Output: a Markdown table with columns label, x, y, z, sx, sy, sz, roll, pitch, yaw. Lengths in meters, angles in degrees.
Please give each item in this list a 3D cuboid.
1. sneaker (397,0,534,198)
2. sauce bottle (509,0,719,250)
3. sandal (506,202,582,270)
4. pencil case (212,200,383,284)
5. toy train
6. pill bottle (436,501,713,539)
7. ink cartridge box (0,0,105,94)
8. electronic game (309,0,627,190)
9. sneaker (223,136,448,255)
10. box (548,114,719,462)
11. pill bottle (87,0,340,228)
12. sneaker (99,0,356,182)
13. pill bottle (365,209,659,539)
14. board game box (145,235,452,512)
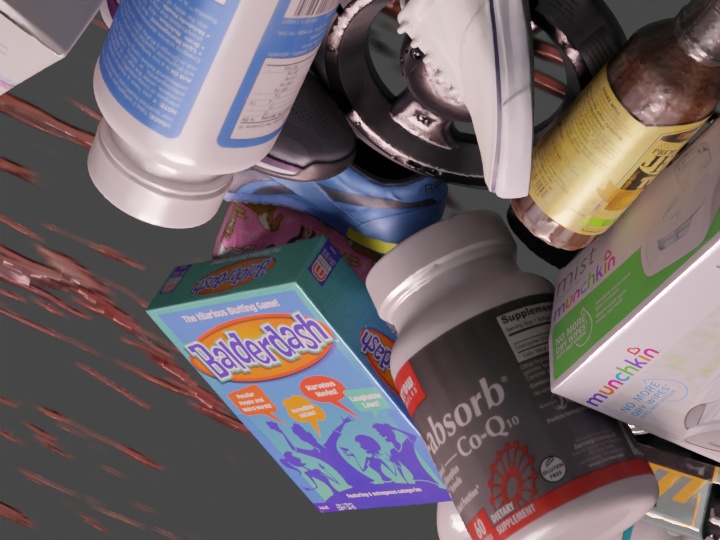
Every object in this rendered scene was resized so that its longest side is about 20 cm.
| label | x | y | z | sx | sy | sz | roll | pitch | yaw |
| --- | --- | --- | --- | --- | --- | --- | --- | --- | --- |
| sneaker | 0.056 | -0.134 | 1.357 | 0.070 | 0.073 | 0.202 | -6 | 110 | 7 |
| sauce bottle | 0.157 | -0.092 | 1.380 | 0.064 | 0.065 | 0.200 | 32 | 132 | -9 |
| sandal | 0.188 | -0.023 | 1.516 | 0.198 | 0.043 | 0.076 | 8 | 153 | 11 |
| pencil case | 0.000 | 0.000 | 1.630 | 0.199 | 0.087 | 0.083 | 19 | 153 | 11 |
| toy train | 0.175 | 0.105 | 1.582 | 0.199 | 0.085 | 0.115 | 16 | 109 | 19 |
| pill bottle | 0.159 | 0.162 | 1.680 | 0.199 | 0.111 | 0.111 | 15 | 146 | 19 |
| ink cartridge box | -0.219 | -0.197 | 1.422 | 0.144 | 0.146 | 0.200 | 38 | 158 | -17 |
| electronic game | 0.062 | -0.121 | 1.457 | 0.198 | 0.042 | 0.201 | 13 | 140 | 11 |
| sneaker | -0.038 | -0.076 | 1.579 | 0.199 | 0.066 | 0.079 | 20 | 136 | 9 |
| box | 0.233 | 0.014 | 1.421 | 0.176 | 0.097 | 0.200 | 23 | 139 | -20 |
| pill bottle | -0.083 | -0.125 | 1.380 | 0.112 | 0.112 | 0.201 | 27 | 124 | -1 |
| sneaker | -0.078 | -0.135 | 1.472 | 0.200 | 0.074 | 0.088 | 39 | 142 | 19 |
| pill bottle | 0.086 | 0.074 | 1.501 | 0.201 | 0.115 | 0.116 | 63 | 152 | 18 |
| board game box | -0.024 | 0.072 | 1.620 | 0.152 | 0.045 | 0.200 | -11 | 126 | 47 |
